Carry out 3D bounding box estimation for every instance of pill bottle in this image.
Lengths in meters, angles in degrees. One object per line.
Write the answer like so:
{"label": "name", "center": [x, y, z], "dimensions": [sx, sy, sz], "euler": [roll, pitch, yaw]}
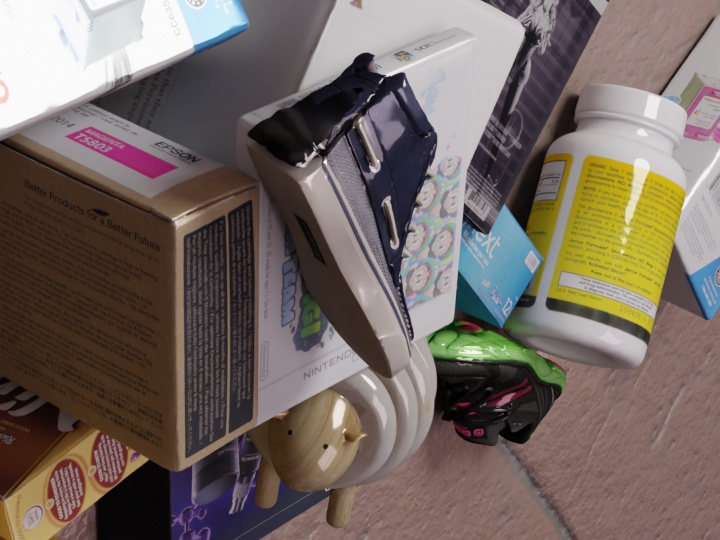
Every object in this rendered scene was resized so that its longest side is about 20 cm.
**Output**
{"label": "pill bottle", "center": [0.184, -0.034, 1.938], "dimensions": [0.112, 0.112, 0.201], "euler": [29, 74, -55]}

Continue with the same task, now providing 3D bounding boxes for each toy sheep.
{"label": "toy sheep", "center": [-0.013, 0.076, 1.624], "dimensions": [0.200, 0.137, 0.138], "euler": [-68, 162, -59]}

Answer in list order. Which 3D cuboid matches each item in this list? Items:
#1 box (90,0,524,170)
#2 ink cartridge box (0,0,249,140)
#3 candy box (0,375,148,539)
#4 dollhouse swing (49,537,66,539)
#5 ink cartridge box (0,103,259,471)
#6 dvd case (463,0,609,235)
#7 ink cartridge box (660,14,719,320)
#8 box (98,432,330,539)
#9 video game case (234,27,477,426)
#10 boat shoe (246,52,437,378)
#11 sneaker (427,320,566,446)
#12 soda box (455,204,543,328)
{"label": "box", "center": [-0.044, -0.109, 1.554], "dimensions": [0.199, 0.171, 0.201], "euler": [18, 95, -55]}
{"label": "ink cartridge box", "center": [-0.177, -0.158, 1.379], "dimensions": [0.200, 0.086, 0.147], "euler": [-30, 100, -42]}
{"label": "candy box", "center": [-0.177, 0.079, 1.542], "dimensions": [0.200, 0.116, 0.057], "euler": [-40, 138, -32]}
{"label": "dollhouse swing", "center": [-0.223, 0.244, 1.480], "dimensions": [0.182, 0.176, 0.200], "euler": [-48, 149, 16]}
{"label": "ink cartridge box", "center": [-0.151, -0.002, 1.456], "dimensions": [0.075, 0.200, 0.165], "euler": [-27, 131, -41]}
{"label": "dvd case", "center": [0.098, -0.141, 1.746], "dimensions": [0.201, 0.016, 0.149], "euler": [-62, 146, -8]}
{"label": "ink cartridge box", "center": [0.291, -0.085, 2.087], "dimensions": [0.200, 0.084, 0.145], "euler": [-52, 144, -16]}
{"label": "box", "center": [-0.082, 0.105, 1.719], "dimensions": [0.200, 0.079, 0.142], "euler": [-29, 134, -41]}
{"label": "video game case", "center": [-0.004, -0.026, 1.488], "dimensions": [0.182, 0.024, 0.201], "euler": [-26, 131, -40]}
{"label": "boat shoe", "center": [0.012, -0.029, 1.419], "dimensions": [0.093, 0.075, 0.200], "euler": [-40, 140, -16]}
{"label": "sneaker", "center": [0.095, 0.090, 1.943], "dimensions": [0.200, 0.077, 0.084], "euler": [27, 84, -54]}
{"label": "soda box", "center": [0.058, -0.039, 1.821], "dimensions": [0.064, 0.068, 0.200], "euler": [-57, 145, -14]}
